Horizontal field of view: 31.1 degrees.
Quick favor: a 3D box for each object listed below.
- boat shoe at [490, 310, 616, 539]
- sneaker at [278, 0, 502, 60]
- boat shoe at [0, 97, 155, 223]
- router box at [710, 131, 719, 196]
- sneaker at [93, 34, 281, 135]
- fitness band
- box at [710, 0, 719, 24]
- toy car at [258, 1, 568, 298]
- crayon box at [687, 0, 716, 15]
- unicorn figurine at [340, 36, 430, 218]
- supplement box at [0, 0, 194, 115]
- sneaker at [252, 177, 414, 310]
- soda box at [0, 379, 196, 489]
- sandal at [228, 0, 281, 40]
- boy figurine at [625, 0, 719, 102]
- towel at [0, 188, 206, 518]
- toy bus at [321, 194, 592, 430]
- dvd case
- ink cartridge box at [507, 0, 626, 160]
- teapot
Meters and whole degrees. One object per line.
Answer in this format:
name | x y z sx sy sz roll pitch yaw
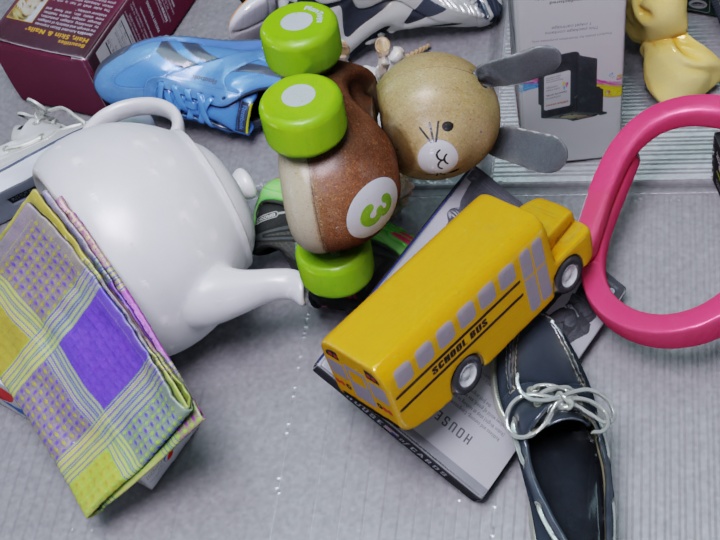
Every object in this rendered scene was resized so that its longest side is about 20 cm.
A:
boat shoe | 0.132 0.111 0.870 0.075 0.062 0.200 0 64 -6
sneaker | 0.017 -0.235 1.158 0.199 0.130 0.080 -1 70 -30
boat shoe | -0.282 -0.110 1.135 0.202 0.075 0.086 -26 71 2
router box | 0.357 -0.029 0.937 0.150 0.062 0.200 -14 54 5
sneaker | -0.134 -0.156 1.124 0.200 0.066 0.078 -1 49 -2
fitness band | 0.234 -0.037 0.927 0.144 0.037 0.200 12 66 28
box | 0.381 -0.247 1.051 0.200 0.051 0.158 -8 64 -8
toy car | 0.043 -0.092 0.891 0.200 0.164 0.158 -8 46 4
crayon box | 0.317 -0.319 1.157 0.126 0.052 0.200 17 62 23
unicorn figurine | 0.014 -0.135 1.067 0.074 0.137 0.200 4 71 4
supplement box | -0.242 -0.250 1.219 0.110 0.086 0.200 15 60 21
sneaker | 0.000 0.000 1.007 0.200 0.077 0.084 30 101 22
soda box | -0.226 0.088 0.989 0.200 0.068 0.064 24 65 26
sandal | -0.063 -0.280 1.202 0.059 0.079 0.207 40 62 11
boy figurine | 0.240 -0.231 1.052 0.064 0.124 0.200 -21 90 -7
towel | -0.205 0.059 0.905 0.144 0.023 0.200 -42 77 29
toy bus | 0.070 0.017 0.870 0.200 0.078 0.065 -42 45 -22
dvd case | 0.082 0.042 0.932 0.150 0.025 0.200 39 68 -1
ink cartridge box | 0.159 -0.203 1.022 0.083 0.200 0.146 -6 55 6
teapot | -0.150 -0.040 0.994 0.146 0.197 0.200 -31 99 -15
